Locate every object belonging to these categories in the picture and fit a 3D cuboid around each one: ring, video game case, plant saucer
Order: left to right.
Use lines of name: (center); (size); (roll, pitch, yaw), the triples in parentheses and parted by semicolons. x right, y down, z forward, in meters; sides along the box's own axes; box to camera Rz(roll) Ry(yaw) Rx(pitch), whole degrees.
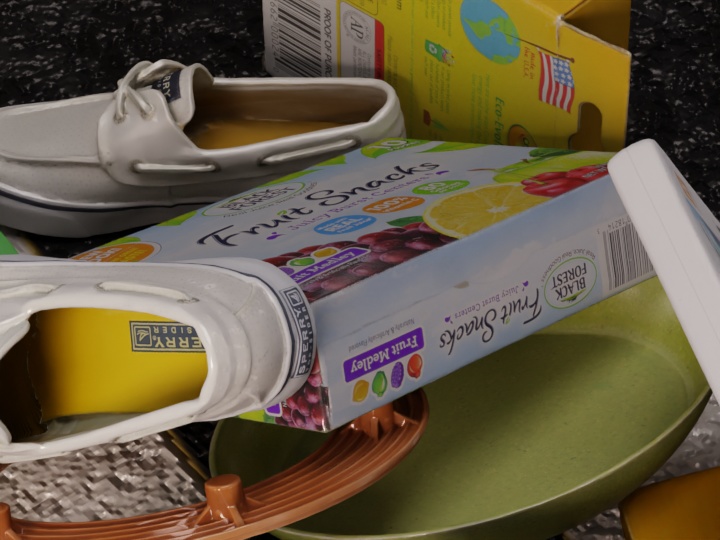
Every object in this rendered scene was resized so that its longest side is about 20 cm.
ring: (-0.074, 0.062, 1.045); (0.200, 0.019, 0.200); (-9, 16, 3)
plant saucer: (0.043, 0.056, 1.082); (0.199, 0.031, 0.200); (-15, 25, 7)
video game case: (0.162, 0.070, 0.998); (0.023, 0.182, 0.200); (-31, 51, 13)

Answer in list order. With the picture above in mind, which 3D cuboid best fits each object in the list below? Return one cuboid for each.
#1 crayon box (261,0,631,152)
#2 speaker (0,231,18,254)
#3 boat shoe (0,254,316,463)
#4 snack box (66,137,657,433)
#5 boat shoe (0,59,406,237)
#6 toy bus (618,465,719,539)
crayon box: (0.045, -0.097, 1.211); (0.200, 0.127, 0.051); (33, 54, 28)
speaker: (-0.216, 0.053, 1.092); (0.200, 0.089, 0.088); (-34, 53, -29)
boat shoe: (-0.119, 0.036, 0.978); (0.201, 0.075, 0.086); (-2, 8, 31)
snack box: (0.000, 0.000, 1.084); (0.142, 0.053, 0.200); (4, 19, 42)
boat shoe: (-0.079, -0.059, 1.212); (0.199, 0.070, 0.071); (3, 45, 4)
toy bus: (0.141, 0.154, 0.984); (0.065, 0.078, 0.200); (-13, 45, 0)
